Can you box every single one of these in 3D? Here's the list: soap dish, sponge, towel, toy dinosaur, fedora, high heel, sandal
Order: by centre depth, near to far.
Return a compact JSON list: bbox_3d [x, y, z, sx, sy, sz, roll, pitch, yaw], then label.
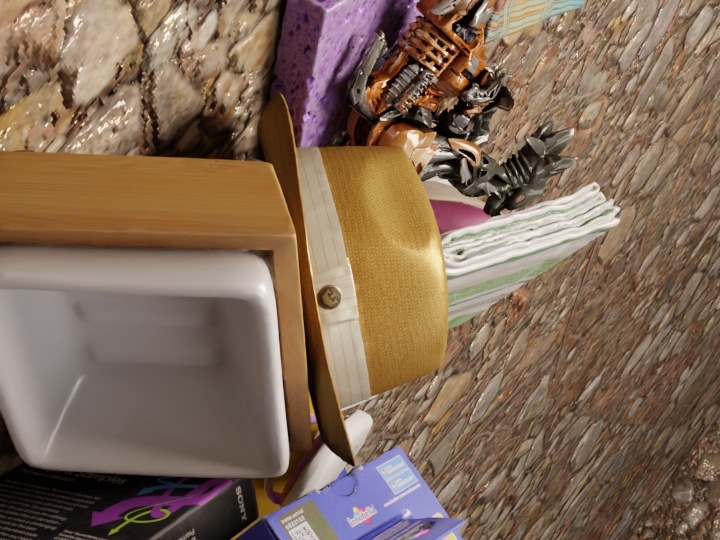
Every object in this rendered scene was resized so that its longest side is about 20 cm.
[{"bbox_3d":[-0.103,0.023,0.821,0.200,0.156,0.082,89,3,-56],"label":"soap dish"},{"bbox_3d":[0.000,0.000,0.906,0.081,0.201,0.201,-12,149,-5],"label":"fedora"},{"bbox_3d":[0.036,-0.084,0.994,0.135,0.103,0.200,7,138,-39],"label":"toy dinosaur"},{"bbox_3d":[0.023,-0.151,1.000,0.200,0.030,0.112,-38,153,-39],"label":"sponge"},{"bbox_3d":[-0.034,0.114,1.054,0.083,0.050,0.203,-55,176,-7],"label":"sandal"},{"bbox_3d":[0.052,0.008,1.065,0.149,0.031,0.200,-15,167,-34],"label":"towel"},{"bbox_3d":[0.131,-0.221,1.091,0.200,0.022,0.147,-35,147,-61],"label":"towel"},{"bbox_3d":[0.040,-0.017,1.124,0.200,0.067,0.096,39,80,-43],"label":"high heel"}]

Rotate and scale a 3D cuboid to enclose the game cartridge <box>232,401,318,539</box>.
[{"bbox_3d":[-0.086,0.152,1.056,0.176,0.032,0.201,64,46,-69],"label":"game cartridge"}]

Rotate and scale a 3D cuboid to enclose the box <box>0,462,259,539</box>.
[{"bbox_3d":[-0.167,0.150,0.878,0.200,0.142,0.036,-34,120,-46],"label":"box"}]

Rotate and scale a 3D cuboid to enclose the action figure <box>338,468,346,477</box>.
[{"bbox_3d":[-0.042,0.195,1.243,0.200,0.051,0.066,-81,-169,-51],"label":"action figure"}]

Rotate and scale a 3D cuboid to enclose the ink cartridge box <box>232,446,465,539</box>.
[{"bbox_3d":[-0.036,0.170,0.889,0.200,0.076,0.136,-43,167,31],"label":"ink cartridge box"}]

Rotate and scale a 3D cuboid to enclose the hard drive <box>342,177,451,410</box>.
[{"bbox_3d":[0.015,0.014,1.235,0.132,0.025,0.201,-15,135,-60],"label":"hard drive"}]
